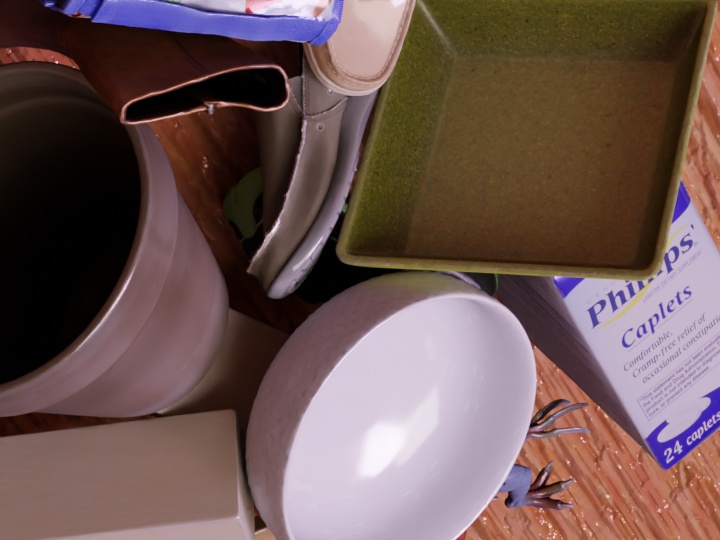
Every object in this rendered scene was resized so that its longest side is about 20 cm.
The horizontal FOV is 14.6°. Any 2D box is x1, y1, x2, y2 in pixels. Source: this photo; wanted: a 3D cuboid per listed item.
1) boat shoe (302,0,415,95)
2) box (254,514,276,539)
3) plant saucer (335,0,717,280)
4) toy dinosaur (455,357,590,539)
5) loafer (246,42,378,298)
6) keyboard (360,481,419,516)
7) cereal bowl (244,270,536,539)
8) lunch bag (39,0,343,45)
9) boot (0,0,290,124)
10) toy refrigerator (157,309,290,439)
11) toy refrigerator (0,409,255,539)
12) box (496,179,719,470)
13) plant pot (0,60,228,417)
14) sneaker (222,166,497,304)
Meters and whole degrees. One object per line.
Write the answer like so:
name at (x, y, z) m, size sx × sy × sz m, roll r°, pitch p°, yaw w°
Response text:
boat shoe at (0.010, -0.201, 1.627) m, size 0.074 × 0.069 × 0.200 m, roll 6°, pitch 92°, yaw -18°
box at (-0.104, 0.241, 1.777) m, size 0.200 × 0.021 × 0.164 m, roll -18°, pitch 123°, yaw -28°
plant saucer at (0.105, -0.073, 1.680) m, size 0.048 × 0.200 × 0.200 m, roll 61°, pitch 38°, yaw -54°
toy dinosaur at (0.081, 0.118, 1.844) m, size 0.200 × 0.105 × 0.181 m, roll -62°, pitch 151°, yaw -7°
loafer at (-0.035, -0.077, 1.677) m, size 0.070 × 0.075 × 0.200 m, roll 19°, pitch 67°, yaw -4°
keyboard at (0.005, 0.188, 1.865) m, size 0.056 × 0.011 × 0.200 m, roll -22°, pitch 159°, yaw -14°
cereal bowl at (0.007, 0.086, 1.706) m, size 0.200 × 0.083 × 0.200 m, roll -23°, pitch 129°, yaw -32°
lunch bag at (-0.102, -0.215, 1.499) m, size 0.170 × 0.200 × 0.124 m, roll 2°, pitch 154°, yaw -34°
boot at (-0.163, -0.119, 1.517) m, size 0.188 × 0.200 × 0.069 m, roll -4°, pitch 122°, yaw -30°
toy refrigerator at (-0.062, 0.077, 1.771) m, size 0.200 × 0.070 × 0.076 m, roll 25°, pitch 82°, yaw -40°
toy refrigerator at (-0.166, 0.143, 1.690) m, size 0.200 × 0.076 × 0.070 m, roll -7°, pitch 148°, yaw 4°
box at (0.150, -0.007, 1.795) m, size 0.105 × 0.184 × 0.200 m, roll -38°, pitch 131°, yaw -6°
plant pot at (-0.165, 0.003, 1.616) m, size 0.200 × 0.200 × 0.174 m, roll -50°, pitch 148°, yaw 3°
sneaker at (0.000, 0.000, 1.759) m, size 0.200 × 0.084 × 0.077 m, roll 16°, pitch 135°, yaw -32°
